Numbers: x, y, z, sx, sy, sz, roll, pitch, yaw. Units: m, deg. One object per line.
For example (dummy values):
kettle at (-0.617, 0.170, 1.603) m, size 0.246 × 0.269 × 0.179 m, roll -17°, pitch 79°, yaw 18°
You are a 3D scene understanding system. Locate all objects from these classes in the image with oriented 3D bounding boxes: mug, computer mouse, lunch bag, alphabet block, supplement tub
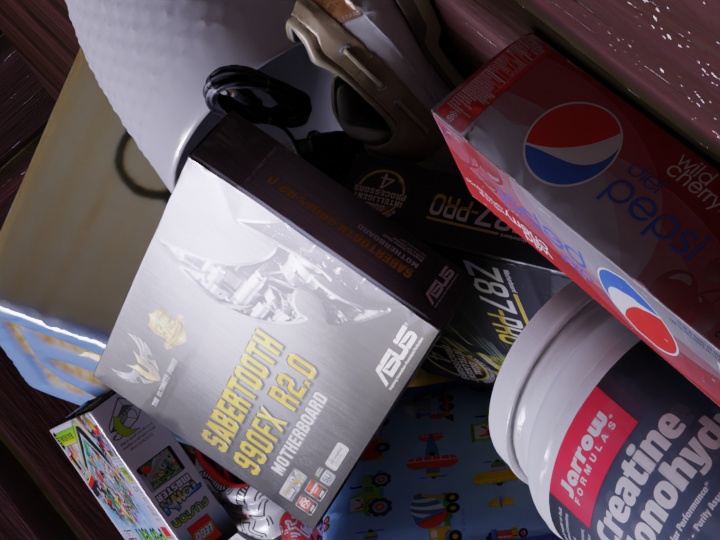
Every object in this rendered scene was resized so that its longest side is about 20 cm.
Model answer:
mug at (-0.078, -0.148, 1.162) m, size 0.176 × 0.148 × 0.199 m, roll 53°, pitch -155°, yaw 21°
computer mouse at (-0.036, -0.077, 1.092) m, size 0.200 × 0.058 × 0.034 m, roll 44°, pitch -141°, yaw -65°
lunch bag at (0.084, 0.129, 1.165) m, size 0.151 × 0.198 × 0.095 m, roll -89°, pitch -23°, yaw -53°
alphabet block at (-0.117, -0.010, 1.297) m, size 0.194 × 0.202 × 0.197 m, roll 20°, pitch 162°, yaw 8°
supplement tub at (0.166, 0.098, 0.912) m, size 0.200 × 0.140 × 0.141 m, roll 41°, pitch 170°, yaw 40°

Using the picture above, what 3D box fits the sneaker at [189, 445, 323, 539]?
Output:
sneaker at (-0.075, 0.128, 1.234) m, size 0.201 × 0.067 × 0.109 m, roll 30°, pitch 148°, yaw 60°

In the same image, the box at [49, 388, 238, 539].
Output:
box at (-0.139, 0.129, 1.232) m, size 0.111 × 0.035 × 0.200 m, roll 56°, pitch 163°, yaw -2°

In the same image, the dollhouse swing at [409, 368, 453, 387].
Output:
dollhouse swing at (0.085, 0.063, 1.342) m, size 0.198 × 0.176 × 0.183 m, roll 26°, pitch 127°, yaw 3°

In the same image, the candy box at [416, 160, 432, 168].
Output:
candy box at (0.000, 0.000, 1.193) m, size 0.026 × 0.202 × 0.102 m, roll 18°, pitch 178°, yaw -18°

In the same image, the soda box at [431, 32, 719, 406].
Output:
soda box at (0.121, -0.021, 0.863) m, size 0.200 × 0.063 × 0.070 m, roll 44°, pitch 171°, yaw 37°

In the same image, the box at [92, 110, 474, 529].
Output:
box at (-0.047, 0.032, 1.068) m, size 0.158 × 0.048 × 0.201 m, roll 34°, pitch 136°, yaw 3°

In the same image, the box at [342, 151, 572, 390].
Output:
box at (0.087, 0.016, 1.093) m, size 0.160 × 0.049 × 0.200 m, roll 13°, pitch 157°, yaw 23°

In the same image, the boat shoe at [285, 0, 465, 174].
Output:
boat shoe at (0.017, -0.096, 1.066) m, size 0.075 × 0.068 × 0.200 m, roll 42°, pitch 170°, yaw 42°
